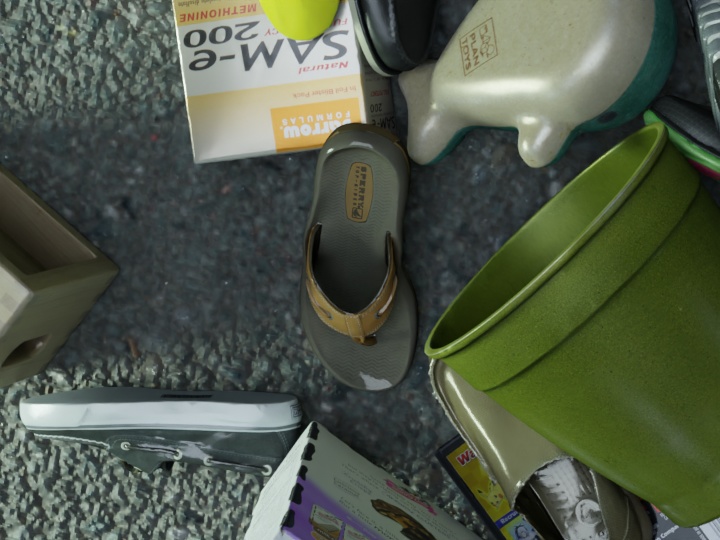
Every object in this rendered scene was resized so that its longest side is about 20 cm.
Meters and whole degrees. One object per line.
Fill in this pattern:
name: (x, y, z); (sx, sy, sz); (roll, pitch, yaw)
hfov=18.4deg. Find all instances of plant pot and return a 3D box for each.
plant pot: (0.178, 0.047, 1.361); (0.193, 0.200, 0.200); (45, 105, -6)

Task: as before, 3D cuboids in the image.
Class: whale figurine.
whale figurine: (0.116, -0.132, 1.430); (0.200, 0.104, 0.159); (-29, 57, 35)

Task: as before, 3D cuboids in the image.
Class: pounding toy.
pounding toy: (-0.303, 0.003, 1.492); (0.184, 0.200, 0.142); (40, 104, 8)

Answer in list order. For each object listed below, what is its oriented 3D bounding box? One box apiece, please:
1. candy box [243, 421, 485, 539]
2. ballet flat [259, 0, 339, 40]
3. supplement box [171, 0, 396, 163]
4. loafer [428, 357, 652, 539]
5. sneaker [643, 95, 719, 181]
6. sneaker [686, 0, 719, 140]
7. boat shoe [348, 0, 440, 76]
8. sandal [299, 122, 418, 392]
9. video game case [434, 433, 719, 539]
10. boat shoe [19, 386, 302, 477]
candy box: (0.010, 0.198, 1.415); (0.168, 0.200, 0.072); (35, 104, -5)
ballet flat: (-0.046, -0.245, 1.392); (0.067, 0.067, 0.200); (3, 95, 16)
supplement box: (-0.056, -0.177, 1.473); (0.126, 0.074, 0.200); (-7, 94, 15)
loafer: (0.115, 0.114, 1.436); (0.076, 0.067, 0.200); (-42, 85, 15)
sneaker: (0.278, -0.090, 1.402); (0.200, 0.077, 0.084); (8, 92, 4)
sneaker: (0.263, -0.142, 1.347); (0.115, 0.200, 0.075); (-10, 132, 6)
boat shoe: (0.034, -0.226, 1.433); (0.063, 0.074, 0.201); (3, 87, 35)
sandal: (0.000, 0.000, 1.456); (0.082, 0.055, 0.200); (7, 124, 4)
video game case: (0.180, 0.135, 1.470); (0.200, 0.026, 0.181); (-38, 86, 16)
boat shoe: (-0.138, 0.113, 1.530); (0.200, 0.069, 0.057); (1, 96, 12)
